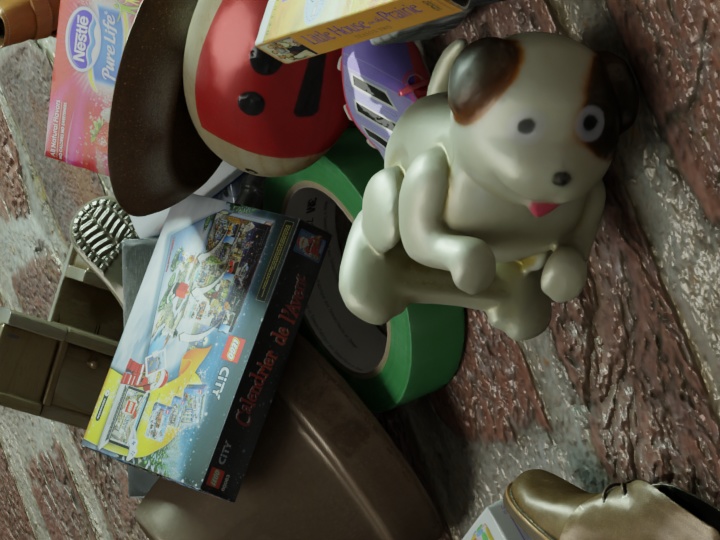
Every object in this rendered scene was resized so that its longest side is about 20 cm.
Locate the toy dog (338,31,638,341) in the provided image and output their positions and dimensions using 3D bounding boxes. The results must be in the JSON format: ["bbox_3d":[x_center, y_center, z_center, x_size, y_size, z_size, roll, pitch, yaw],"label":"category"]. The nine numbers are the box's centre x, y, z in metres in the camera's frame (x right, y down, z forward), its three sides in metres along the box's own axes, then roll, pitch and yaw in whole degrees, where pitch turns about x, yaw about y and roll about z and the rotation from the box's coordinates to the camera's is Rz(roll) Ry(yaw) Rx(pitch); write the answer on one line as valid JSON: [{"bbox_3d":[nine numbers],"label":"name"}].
[{"bbox_3d":[0.090,-0.065,1.384,0.200,0.139,0.195,132,151,-63],"label":"toy dog"}]

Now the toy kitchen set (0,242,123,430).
[{"bbox_3d":[-0.187,0.061,1.943,0.180,0.199,0.164,9,82,60],"label":"toy kitchen set"}]

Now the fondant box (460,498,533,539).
[{"bbox_3d":[0.134,0.264,1.590,0.201,0.058,0.144,59,152,18],"label":"fondant box"}]

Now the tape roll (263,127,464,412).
[{"bbox_3d":[0.000,0.000,1.667,0.200,0.048,0.201,42,142,43],"label":"tape roll"}]

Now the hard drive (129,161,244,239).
[{"bbox_3d":[-0.131,-0.123,1.784,0.200,0.025,0.133,-34,74,45],"label":"hard drive"}]

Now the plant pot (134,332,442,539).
[{"bbox_3d":[-0.064,0.168,1.702,0.200,0.174,0.200,50,169,13],"label":"plant pot"}]

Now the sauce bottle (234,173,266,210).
[{"bbox_3d":[-0.110,0.021,1.751,0.064,0.201,0.065,23,169,5],"label":"sauce bottle"}]

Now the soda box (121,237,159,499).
[{"bbox_3d":[-0.145,0.076,1.811,0.063,0.070,0.202,32,-125,-81],"label":"soda box"}]

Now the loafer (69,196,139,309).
[{"bbox_3d":[-0.157,0.024,1.888,0.200,0.076,0.068,54,-177,15],"label":"loafer"}]

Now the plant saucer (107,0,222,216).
[{"bbox_3d":[-0.116,-0.130,1.624,0.036,0.201,0.201,17,132,16],"label":"plant saucer"}]

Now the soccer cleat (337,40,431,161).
[{"bbox_3d":[0.045,-0.073,1.515,0.076,0.066,0.201,3,113,56],"label":"soccer cleat"}]

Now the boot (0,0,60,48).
[{"bbox_3d":[-0.208,-0.225,1.782,0.200,0.155,0.077,-7,102,63],"label":"boot"}]

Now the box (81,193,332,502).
[{"bbox_3d":[-0.110,0.051,1.656,0.136,0.038,0.201,15,82,44],"label":"box"}]

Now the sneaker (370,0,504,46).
[{"bbox_3d":[0.049,-0.195,1.404,0.200,0.074,0.083,-19,84,60],"label":"sneaker"}]

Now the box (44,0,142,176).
[{"bbox_3d":[-0.158,-0.172,1.688,0.099,0.095,0.201,17,115,16],"label":"box"}]

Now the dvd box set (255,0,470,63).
[{"bbox_3d":[0.018,-0.207,1.387,0.200,0.029,0.147,-7,60,58],"label":"dvd box set"}]

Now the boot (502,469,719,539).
[{"bbox_3d":[0.168,0.156,1.457,0.200,0.073,0.076,28,114,48],"label":"boot"}]

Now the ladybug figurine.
[{"bbox_3d":[-0.046,-0.144,1.547,0.072,0.135,0.201,-126,35,-45],"label":"ladybug figurine"}]

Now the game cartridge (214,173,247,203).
[{"bbox_3d":[-0.115,-0.038,1.875,0.133,0.041,0.201,44,144,47],"label":"game cartridge"}]
